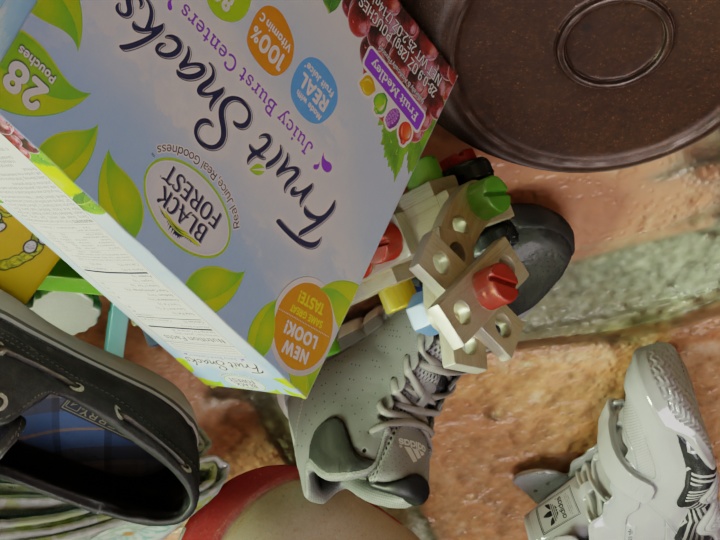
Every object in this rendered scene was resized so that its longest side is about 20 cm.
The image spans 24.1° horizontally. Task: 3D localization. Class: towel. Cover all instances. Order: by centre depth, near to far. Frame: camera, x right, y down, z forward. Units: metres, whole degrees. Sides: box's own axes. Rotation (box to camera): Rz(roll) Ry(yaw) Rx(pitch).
[{"bbox_3d":[-0.178,0.143,0.835,0.170,0.048,0.200,-6,155,-43],"label":"towel"}]

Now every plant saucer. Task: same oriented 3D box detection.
[{"bbox_3d":[0.110,-0.111,0.755,0.199,0.035,0.201,-4,138,-3],"label":"plant saucer"}]

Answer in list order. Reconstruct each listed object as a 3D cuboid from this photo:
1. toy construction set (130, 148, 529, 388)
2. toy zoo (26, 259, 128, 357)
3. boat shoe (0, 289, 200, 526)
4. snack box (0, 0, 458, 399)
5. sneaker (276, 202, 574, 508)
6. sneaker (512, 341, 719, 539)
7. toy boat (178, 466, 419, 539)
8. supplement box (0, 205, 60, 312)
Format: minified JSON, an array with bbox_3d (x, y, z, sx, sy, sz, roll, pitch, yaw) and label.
[{"bbox_3d":[0.000,0.000,0.779,0.199,0.093,0.131,-6,-173,42],"label":"toy construction set"},{"bbox_3d":[-0.186,0.049,0.855,0.130,0.021,0.201,5,120,-13],"label":"toy zoo"},{"bbox_3d":[-0.147,0.058,0.688,0.199,0.066,0.070,30,112,-34],"label":"boat shoe"},{"bbox_3d":[-0.063,-0.072,0.666,0.067,0.169,0.200,3,148,42],"label":"snack box"},{"bbox_3d":[0.040,0.060,0.868,0.075,0.116,0.200,29,127,-33],"label":"sneaker"},{"bbox_3d":[0.146,0.122,0.980,0.114,0.075,0.200,-15,140,5],"label":"sneaker"},{"bbox_3d":[-0.052,0.182,0.985,0.130,0.131,0.200,17,165,30],"label":"toy boat"},{"bbox_3d":[-0.208,-0.016,0.726,0.109,0.109,0.200,26,115,-32],"label":"supplement box"}]
